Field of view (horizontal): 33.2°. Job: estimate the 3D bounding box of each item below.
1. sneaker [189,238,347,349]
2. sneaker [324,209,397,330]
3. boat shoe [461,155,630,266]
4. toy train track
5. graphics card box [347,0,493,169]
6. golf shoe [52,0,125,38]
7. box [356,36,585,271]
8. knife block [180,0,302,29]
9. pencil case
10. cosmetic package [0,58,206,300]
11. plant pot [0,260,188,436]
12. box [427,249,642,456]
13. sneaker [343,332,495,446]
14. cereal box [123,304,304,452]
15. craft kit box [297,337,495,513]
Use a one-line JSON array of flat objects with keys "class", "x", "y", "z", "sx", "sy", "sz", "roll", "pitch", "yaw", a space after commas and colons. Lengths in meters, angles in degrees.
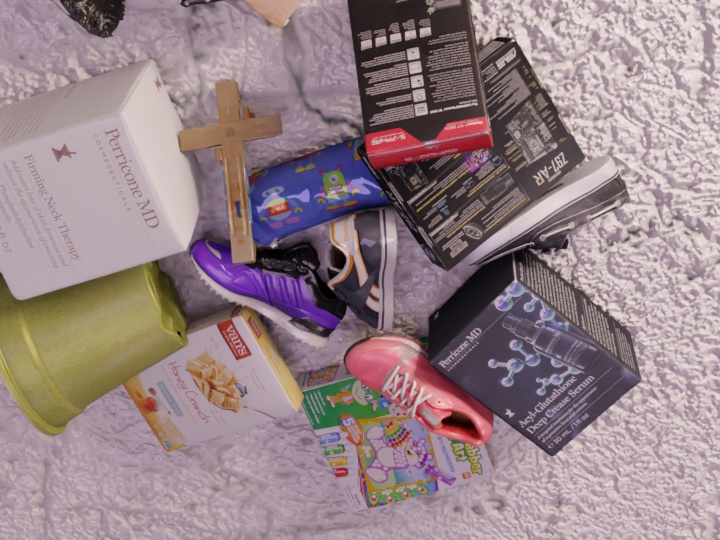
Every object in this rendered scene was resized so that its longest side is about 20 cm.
[{"class": "sneaker", "x": -0.098, "y": 0.001, "z": 1.397, "sx": 0.199, "sy": 0.070, "sz": 0.100, "roll": 31, "pitch": 109, "yaw": -17}, {"class": "sneaker", "x": 0.000, "y": 0.000, "z": 1.352, "sx": 0.079, "sy": 0.079, "sz": 0.200, "roll": -4, "pitch": 145, "yaw": -2}, {"class": "boat shoe", "x": 0.203, "y": -0.048, "z": 1.327, "sx": 0.199, "sy": 0.072, "sz": 0.068, "roll": -31, "pitch": 102, "yaw": -1}, {"class": "toy train track", "x": -0.133, "y": -0.105, "z": 1.307, "sx": 0.114, "sy": 0.033, "sz": 0.201, "roll": -8, "pitch": 78, "yaw": 8}, {"class": "graphics card box", "x": 0.057, "y": -0.209, "z": 1.209, "sx": 0.125, "sy": 0.051, "sz": 0.201, "roll": -11, "pitch": 73, "yaw": 9}, {"class": "golf shoe", "x": -0.323, "y": -0.321, "z": 1.237, "sx": 0.094, "sy": 0.078, "sz": 0.200, "roll": 10, "pitch": 149, "yaw": 43}, {"class": "box", "x": 0.119, "y": -0.123, "z": 1.277, "sx": 0.200, "sy": 0.044, "sz": 0.161, "roll": -40, "pitch": 113, "yaw": -7}, {"class": "knife block", "x": -0.115, "y": -0.339, "z": 1.209, "sx": 0.175, "sy": 0.064, "sz": 0.200, "roll": 38, "pitch": 114, "yaw": -17}, {"class": "pencil case", "x": -0.044, "y": -0.088, "z": 1.332, "sx": 0.199, "sy": 0.078, "sz": 0.087, "roll": -18, "pitch": 92, "yaw": 13}, {"class": "cosmetic package", "x": -0.294, "y": -0.100, "z": 1.293, "sx": 0.199, "sy": 0.167, "sz": 0.168, "roll": -16, "pitch": 116, "yaw": 11}, {"class": "plant pot", "x": -0.304, "y": 0.061, "z": 1.383, "sx": 0.183, "sy": 0.201, "sz": 0.201, "roll": -23, "pitch": 115, "yaw": 2}, {"class": "box", "x": 0.199, "y": 0.089, "z": 1.399, "sx": 0.200, "sy": 0.107, "sz": 0.148, "roll": 37, "pitch": 115, "yaw": -15}, {"class": "sneaker", "x": 0.074, "y": 0.140, "z": 1.399, "sx": 0.199, "sy": 0.087, "sz": 0.074, "roll": 26, "pitch": 116, "yaw": -10}, {"class": "cereal box", "x": -0.186, "y": 0.133, "z": 1.463, "sx": 0.199, "sy": 0.040, "sz": 0.144, "roll": -20, "pitch": 111, "yaw": 25}, {"class": "craft kit box", "x": 0.047, "y": 0.193, "z": 1.502, "sx": 0.196, "sy": 0.049, "sz": 0.201, "roll": -19, "pitch": 116, "yaw": 10}]
